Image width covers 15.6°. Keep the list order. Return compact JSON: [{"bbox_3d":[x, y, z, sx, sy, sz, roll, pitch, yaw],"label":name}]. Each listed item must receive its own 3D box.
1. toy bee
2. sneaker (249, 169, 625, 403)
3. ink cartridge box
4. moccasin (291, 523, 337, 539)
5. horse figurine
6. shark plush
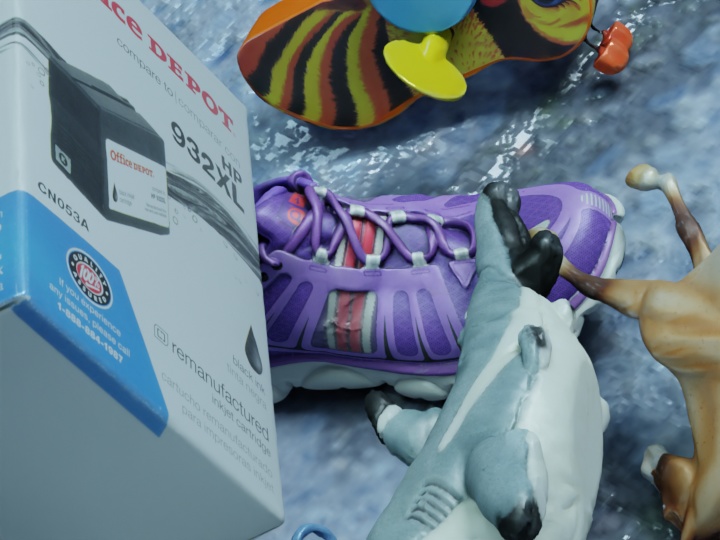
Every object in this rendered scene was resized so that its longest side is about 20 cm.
[{"bbox_3d":[0.050,-0.106,1.048,0.200,0.109,0.131,-30,18,47],"label":"toy bee"},{"bbox_3d":[0.000,0.000,0.981,0.199,0.084,0.081,-10,47,18],"label":"sneaker"},{"bbox_3d":[-0.103,-0.010,0.893,0.083,0.145,0.201,-28,43,20],"label":"ink cartridge box"},{"bbox_3d":[-0.034,0.138,0.881,0.199,0.068,0.081,-22,44,4],"label":"moccasin"},{"bbox_3d":[0.141,-0.017,0.885,0.200,0.050,0.133,-46,47,17],"label":"horse figurine"},{"bbox_3d":[0.033,0.045,0.870,0.083,0.091,0.201,-10,59,22],"label":"shark plush"}]
